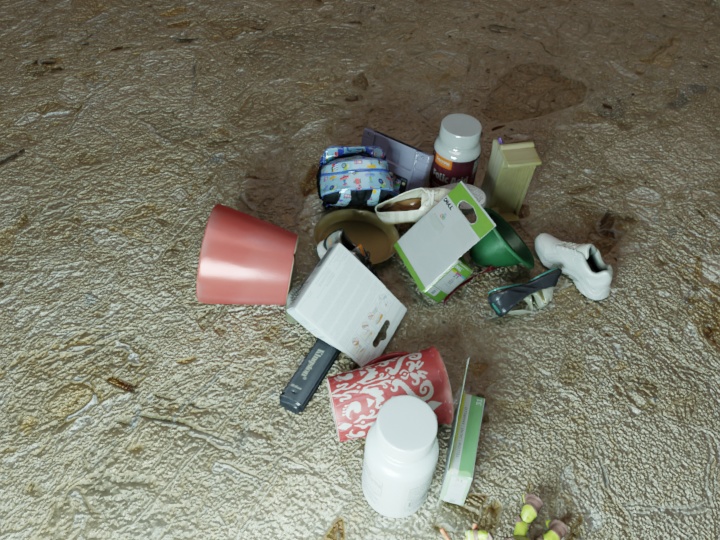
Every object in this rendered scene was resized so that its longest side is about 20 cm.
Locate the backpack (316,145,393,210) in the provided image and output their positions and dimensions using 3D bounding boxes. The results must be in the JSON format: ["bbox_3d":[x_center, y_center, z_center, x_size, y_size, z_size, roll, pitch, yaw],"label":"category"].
[{"bbox_3d":[-0.012,-0.214,1.340,0.178,0.138,0.200,-2,2,-5],"label":"backpack"}]

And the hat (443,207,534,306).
[{"bbox_3d":[0.265,-0.022,1.314,0.198,0.176,0.168,18,36,-48],"label":"hat"}]

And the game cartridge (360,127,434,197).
[{"bbox_3d":[0.077,-0.253,1.438,0.198,0.132,0.038,29,27,27],"label":"game cartridge"}]

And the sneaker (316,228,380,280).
[{"bbox_3d":[0.000,0.000,1.199,0.200,0.079,0.074,45,24,-3],"label":"sneaker"}]

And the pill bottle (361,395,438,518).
[{"bbox_3d":[0.061,0.283,0.900,0.111,0.203,0.116,2,46,-2],"label":"pill bottle"}]

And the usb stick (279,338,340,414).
[{"bbox_3d":[-0.083,0.178,1.103,0.054,0.033,0.201,22,50,15],"label":"usb stick"}]

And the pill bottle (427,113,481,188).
[{"bbox_3d":[0.226,-0.260,1.407,0.111,0.203,0.116,1,46,-1],"label":"pill bottle"}]

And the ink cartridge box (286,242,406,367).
[{"bbox_3d":[-0.022,0.074,1.130,0.200,0.047,0.161,43,64,-19],"label":"ink cartridge box"}]

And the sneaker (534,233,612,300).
[{"bbox_3d":[0.470,-0.033,1.281,0.077,0.101,0.199,-31,56,-28],"label":"sneaker"}]

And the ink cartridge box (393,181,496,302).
[{"bbox_3d":[0.186,-0.058,1.228,0.200,0.075,0.149,-43,50,16],"label":"ink cartridge box"}]

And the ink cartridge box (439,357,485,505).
[{"bbox_3d":[0.166,0.257,0.930,0.047,0.202,0.147,13,48,9],"label":"ink cartridge box"}]

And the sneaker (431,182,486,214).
[{"bbox_3d":[0.206,-0.147,1.348,0.197,0.082,0.075,6,63,39],"label":"sneaker"}]

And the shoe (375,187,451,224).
[{"bbox_3d":[0.124,-0.143,1.305,0.196,0.053,0.072,-10,65,25],"label":"shoe"}]

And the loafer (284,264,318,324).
[{"bbox_3d":[-0.092,0.045,1.198,0.075,0.070,0.199,44,39,11],"label":"loafer"}]

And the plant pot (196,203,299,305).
[{"bbox_3d":[-0.220,-0.017,1.181,0.173,0.203,0.203,11,46,-6],"label":"plant pot"}]

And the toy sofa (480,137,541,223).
[{"bbox_3d":[0.343,-0.209,1.368,0.081,0.202,0.099,-6,52,-8],"label":"toy sofa"}]

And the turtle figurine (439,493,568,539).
[{"bbox_3d":[0.230,0.414,0.882,0.199,0.065,0.160,36,55,26],"label":"turtle figurine"}]

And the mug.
[{"bbox_3d":[0.045,0.221,1.034,0.195,0.178,0.137,-12,85,-8],"label":"mug"}]

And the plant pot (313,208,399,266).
[{"bbox_3d":[-0.009,-0.069,1.326,0.195,0.028,0.202,4,41,-3],"label":"plant pot"}]

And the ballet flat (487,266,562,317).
[{"bbox_3d":[0.352,0.051,1.229,0.196,0.074,0.073,-17,50,-26],"label":"ballet flat"}]
